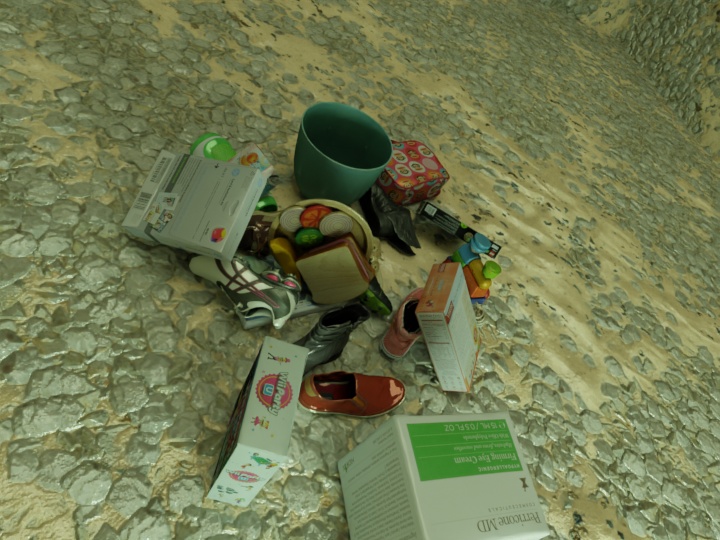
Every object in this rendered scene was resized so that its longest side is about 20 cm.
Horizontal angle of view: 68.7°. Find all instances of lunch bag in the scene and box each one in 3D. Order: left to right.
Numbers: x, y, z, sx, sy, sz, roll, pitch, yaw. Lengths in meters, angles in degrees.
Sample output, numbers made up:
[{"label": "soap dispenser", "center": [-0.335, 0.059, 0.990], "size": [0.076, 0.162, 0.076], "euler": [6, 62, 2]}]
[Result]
[{"label": "lunch bag", "center": [0.104, -0.252, 1.291], "size": [0.199, 0.082, 0.177], "euler": [-18, 63, -38]}]

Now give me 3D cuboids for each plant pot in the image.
[{"label": "plant pot", "center": [-0.052, -0.229, 1.127], "size": [0.199, 0.161, 0.202], "euler": [13, 50, -16]}]

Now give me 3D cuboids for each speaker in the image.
[{"label": "speaker", "center": [-0.248, -0.175, 1.030], "size": [0.088, 0.089, 0.200], "euler": [-27, 70, -41]}]

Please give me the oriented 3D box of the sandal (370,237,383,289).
[{"label": "sandal", "center": [0.007, -0.054, 1.081], "size": [0.077, 0.070, 0.213], "euler": [2, 53, -27]}]

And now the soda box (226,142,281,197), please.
[{"label": "soda box", "center": [-0.242, -0.134, 0.938], "size": [0.200, 0.068, 0.064], "euler": [-37, 72, -4]}]

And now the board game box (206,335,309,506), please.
[{"label": "board game box", "center": [-0.136, 0.203, 0.694], "size": [0.064, 0.200, 0.148], "euler": [20, 46, -13]}]

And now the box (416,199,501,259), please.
[{"label": "box", "center": [0.225, -0.098, 1.224], "size": [0.199, 0.035, 0.110], "euler": [31, 9, -2]}]

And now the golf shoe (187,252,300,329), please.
[{"label": "golf shoe", "center": [-0.200, 0.026, 0.868], "size": [0.199, 0.077, 0.089], "euler": [18, 70, 5]}]

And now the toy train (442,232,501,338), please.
[{"label": "toy train", "center": [0.260, 0.027, 1.122], "size": [0.084, 0.116, 0.201], "euler": [-1, 54, -29]}]

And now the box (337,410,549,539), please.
[{"label": "box", "center": [0.103, 0.313, 0.737], "size": [0.198, 0.200, 0.172], "euler": [6, 53, -27]}]

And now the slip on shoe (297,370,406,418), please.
[{"label": "slip on shoe", "center": [-0.008, 0.199, 0.869], "size": [0.199, 0.061, 0.074], "euler": [7, 49, -26]}]

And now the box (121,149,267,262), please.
[{"label": "box", "center": [-0.274, -0.112, 0.871], "size": [0.199, 0.041, 0.157], "euler": [13, 71, 20]}]

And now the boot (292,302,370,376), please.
[{"label": "boot", "center": [-0.083, 0.117, 0.844], "size": [0.070, 0.132, 0.200], "euler": [48, 47, 14]}]

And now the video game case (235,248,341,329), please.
[{"label": "video game case", "center": [-0.154, 0.007, 0.974], "size": [0.199, 0.022, 0.183], "euler": [-12, 60, -35]}]

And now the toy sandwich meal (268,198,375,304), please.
[{"label": "toy sandwich meal", "center": [-0.067, -0.029, 0.911], "size": [0.204, 0.206, 0.071], "euler": [18, 39, -15]}]

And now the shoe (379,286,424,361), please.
[{"label": "shoe", "center": [0.108, 0.081, 1.009], "size": [0.071, 0.091, 0.200], "euler": [36, 45, 3]}]

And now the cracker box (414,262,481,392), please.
[{"label": "cracker box", "center": [0.165, 0.104, 0.962], "size": [0.057, 0.201, 0.134], "euler": [-2, 37, 27]}]

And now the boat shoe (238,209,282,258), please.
[{"label": "boat shoe", "center": [-0.177, -0.061, 0.957], "size": [0.199, 0.072, 0.072], "euler": [-10, 57, -43]}]

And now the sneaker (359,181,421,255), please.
[{"label": "sneaker", "center": [0.066, -0.128, 1.187], "size": [0.104, 0.060, 0.201], "euler": [4, 56, -28]}]

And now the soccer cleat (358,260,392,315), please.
[{"label": "soccer cleat", "center": [0.000, 0.000, 1.015], "size": [0.200, 0.068, 0.081], "euler": [46, 67, 0]}]
